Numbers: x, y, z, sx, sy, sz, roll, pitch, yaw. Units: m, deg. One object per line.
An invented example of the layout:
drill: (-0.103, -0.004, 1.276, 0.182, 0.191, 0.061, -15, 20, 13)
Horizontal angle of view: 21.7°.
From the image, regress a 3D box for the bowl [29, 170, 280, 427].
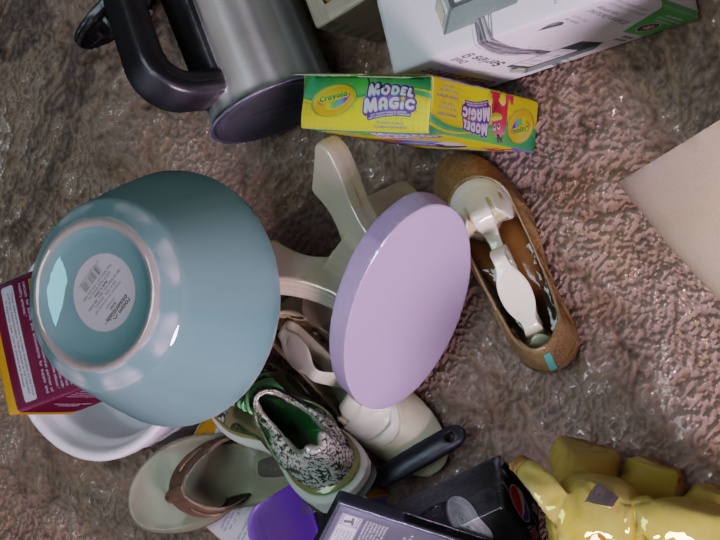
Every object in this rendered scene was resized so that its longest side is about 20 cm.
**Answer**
bowl: (-0.172, 0.020, 1.422, 0.200, 0.105, 0.202, -1, 87, 30)

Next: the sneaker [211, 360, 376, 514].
sneaker: (-0.069, 0.109, 1.514, 0.077, 0.089, 0.200, -44, 51, -15)

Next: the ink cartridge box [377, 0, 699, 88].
ink cartridge box: (0.133, -0.207, 1.423, 0.200, 0.146, 0.084, -16, 81, 32)

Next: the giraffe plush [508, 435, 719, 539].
giraffe plush: (0.176, 0.227, 1.355, 0.172, 0.200, 0.163, 20, 101, 29)

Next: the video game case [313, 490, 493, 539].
video game case: (0.049, 0.254, 1.448, 0.199, 0.019, 0.143, 19, 121, -12)

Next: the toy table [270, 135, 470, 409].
toy table: (0.000, 0.000, 1.474, 0.117, 0.183, 0.200, 41, 131, 33)

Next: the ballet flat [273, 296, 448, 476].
ballet flat: (-0.010, 0.097, 1.554, 0.200, 0.069, 0.070, 45, 111, 24)

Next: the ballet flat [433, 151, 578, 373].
ballet flat: (0.110, -0.013, 1.473, 0.068, 0.072, 0.201, -25, 75, 9)

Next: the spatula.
spatula: (-0.004, 0.176, 1.518, 0.200, 0.021, 0.057, -28, 64, 4)

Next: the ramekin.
ramekin: (-0.205, 0.064, 1.658, 0.200, 0.098, 0.201, -1, 88, 32)

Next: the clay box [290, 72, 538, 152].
clay box: (0.041, -0.122, 1.446, 0.115, 0.200, 0.048, 5, 92, 32)

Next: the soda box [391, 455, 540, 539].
soda box: (0.042, 0.226, 1.483, 0.200, 0.071, 0.063, -29, 117, 18)

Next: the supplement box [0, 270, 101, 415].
supplement box: (-0.201, 0.040, 1.545, 0.200, 0.086, 0.111, -21, 78, 27)

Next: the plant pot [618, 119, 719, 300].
plant pot: (0.309, -0.024, 1.305, 0.187, 0.187, 0.200, -31, 87, 28)

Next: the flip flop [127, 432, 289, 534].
flip flop: (-0.118, 0.176, 1.578, 0.199, 0.058, 0.081, -12, 84, 30)

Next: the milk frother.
milk frother: (-0.140, -0.194, 1.618, 0.200, 0.180, 0.189, 121, 130, -67)

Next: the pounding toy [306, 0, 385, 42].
pounding toy: (0.026, -0.316, 1.494, 0.200, 0.142, 0.185, -28, 75, 29)

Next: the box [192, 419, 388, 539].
box: (-0.066, 0.197, 1.603, 0.200, 0.041, 0.119, 36, 108, 25)
